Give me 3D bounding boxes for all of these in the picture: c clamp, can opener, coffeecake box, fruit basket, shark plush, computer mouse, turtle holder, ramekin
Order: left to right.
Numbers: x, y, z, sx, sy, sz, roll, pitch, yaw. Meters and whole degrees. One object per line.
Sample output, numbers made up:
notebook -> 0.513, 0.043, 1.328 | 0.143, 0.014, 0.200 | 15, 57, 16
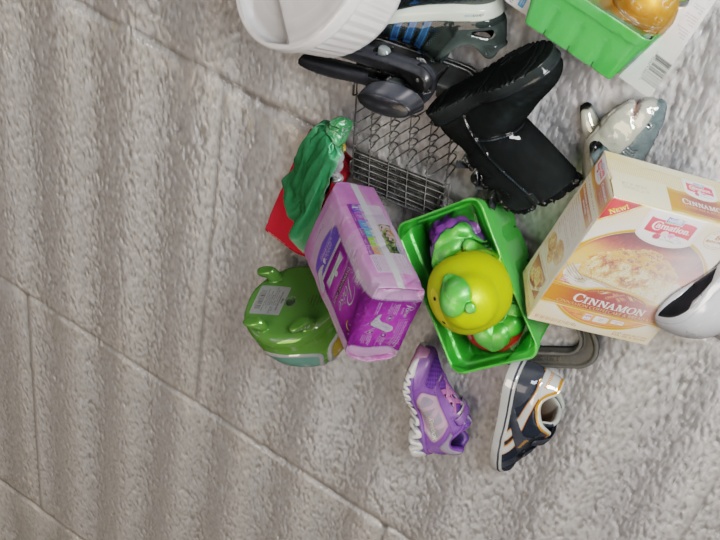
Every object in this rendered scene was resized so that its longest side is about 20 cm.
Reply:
turtle holder -> -0.064, 0.066, 1.530 | 0.185, 0.141, 0.132 | -20, 135, 7
ramekin -> -0.038, -0.326, 1.184 | 0.202, 0.094, 0.203 | -7, 79, 40
can opener -> 0.003, -0.232, 1.230 | 0.200, 0.078, 0.064 | 30, 127, 32
fruit basket -> 0.125, 0.023, 1.268 | 0.155, 0.216, 0.216 | -18, 108, 42
c clamp -> 0.203, 0.056, 1.375 | 0.199, 0.027, 0.171 | 4, 122, 36
shark plush -> 0.286, -0.093, 1.179 | 0.083, 0.091, 0.201 | -4, 117, 5
coffeecake box -> 0.288, -0.019, 1.173 | 0.153, 0.073, 0.200 | 13, 136, -13
fruit basket -> 0.259, -0.299, 1.050 | 0.185, 0.094, 0.200 | 36, 120, 11
computer mouse -> 0.397, 0.022, 1.135 | 0.109, 0.044, 0.200 | 21, 133, -28

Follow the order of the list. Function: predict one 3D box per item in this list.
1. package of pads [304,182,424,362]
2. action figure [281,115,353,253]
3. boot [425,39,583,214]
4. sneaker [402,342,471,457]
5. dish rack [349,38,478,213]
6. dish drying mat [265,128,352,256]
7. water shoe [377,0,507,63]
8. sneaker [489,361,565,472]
package of pads -> 0.000, 0.000, 1.316 | 0.121, 0.075, 0.200 | -67, 33, 36
action figure -> -0.051, -0.126, 1.377 | 0.119, 0.054, 0.200 | 68, 151, 25
boot -> 0.179, -0.146, 1.169 | 0.163, 0.073, 0.198 | 46, 144, -18
sneaker -> 0.112, 0.185, 1.510 | 0.088, 0.081, 0.201 | 11, 131, 24
dish rack -> 0.058, -0.168, 1.309 | 0.153, 0.055, 0.201 | 25, 134, 24
dish drying mat -> -0.071, -0.102, 1.480 | 0.077, 0.018, 0.200 | 38, 135, 8
water shoe -> 0.069, -0.266, 1.214 | 0.199, 0.072, 0.079 | 6, 126, 35
sneaker -> 0.221, 0.205, 1.433 | 0.079, 0.079, 0.201 | 18, 136, 16
